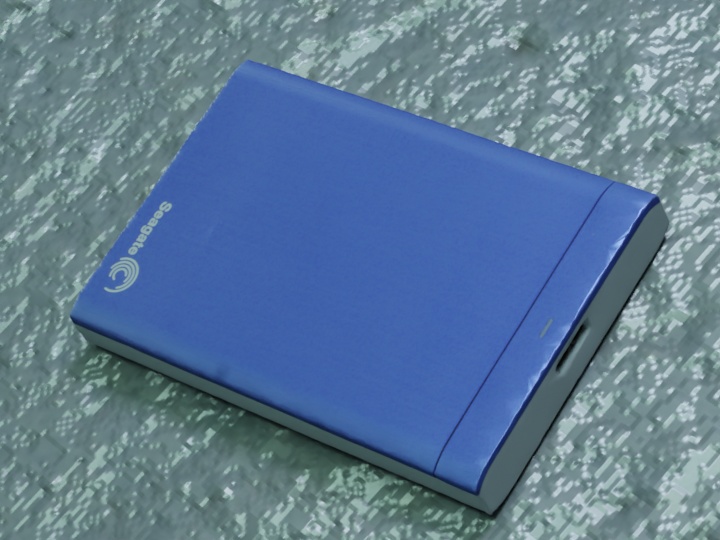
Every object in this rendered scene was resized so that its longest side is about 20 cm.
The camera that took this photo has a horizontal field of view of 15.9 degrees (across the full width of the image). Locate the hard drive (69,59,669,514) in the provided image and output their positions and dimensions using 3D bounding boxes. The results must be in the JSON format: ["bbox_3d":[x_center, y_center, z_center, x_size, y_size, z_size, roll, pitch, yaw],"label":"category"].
[{"bbox_3d":[0.000,0.000,0.979,0.199,0.025,0.132,20,67,34],"label":"hard drive"}]
